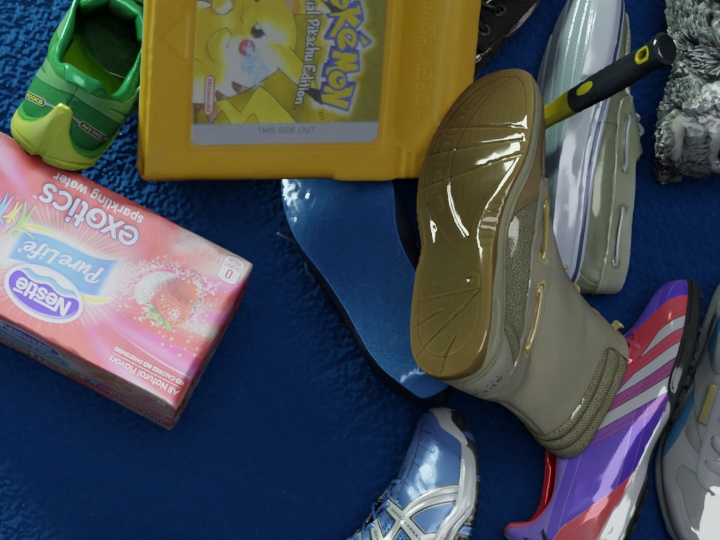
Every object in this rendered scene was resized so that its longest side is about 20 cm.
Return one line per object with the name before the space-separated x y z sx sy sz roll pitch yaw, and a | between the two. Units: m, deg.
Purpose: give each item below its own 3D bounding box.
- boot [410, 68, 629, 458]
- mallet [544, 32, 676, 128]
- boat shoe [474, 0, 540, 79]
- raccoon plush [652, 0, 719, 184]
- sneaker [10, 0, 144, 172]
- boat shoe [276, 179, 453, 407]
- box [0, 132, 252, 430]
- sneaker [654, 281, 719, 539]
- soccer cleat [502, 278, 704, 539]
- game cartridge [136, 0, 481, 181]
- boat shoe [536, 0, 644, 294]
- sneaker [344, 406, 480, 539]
boot | 0.102 -0.003 1.394 0.073 0.155 0.200 -10 60 34
mallet | 0.124 -0.109 1.416 0.041 0.200 0.066 8 64 -28
boat shoe | 0.075 -0.179 1.486 0.073 0.065 0.200 38 77 0
raccoon plush | 0.201 -0.145 1.505 0.134 0.097 0.200 -41 56 0
sneaker | -0.144 -0.134 1.407 0.074 0.084 0.200 29 36 -9
boat shoe | 0.000 0.000 1.434 0.084 0.069 0.200 -18 64 2
box | -0.176 0.002 1.400 0.200 0.095 0.103 28 77 0
sneaker | 0.234 0.084 1.441 0.076 0.081 0.200 14 78 -6
soccer cleat | 0.153 0.089 1.439 0.073 0.068 0.200 21 78 2
game cartridge | -0.028 -0.138 1.370 0.200 0.032 0.176 -1 109 -15
boat shoe | 0.145 -0.081 1.480 0.062 0.072 0.200 11 85 -20
sneaker | 0.017 0.172 1.396 0.077 0.076 0.200 20 75 -7
